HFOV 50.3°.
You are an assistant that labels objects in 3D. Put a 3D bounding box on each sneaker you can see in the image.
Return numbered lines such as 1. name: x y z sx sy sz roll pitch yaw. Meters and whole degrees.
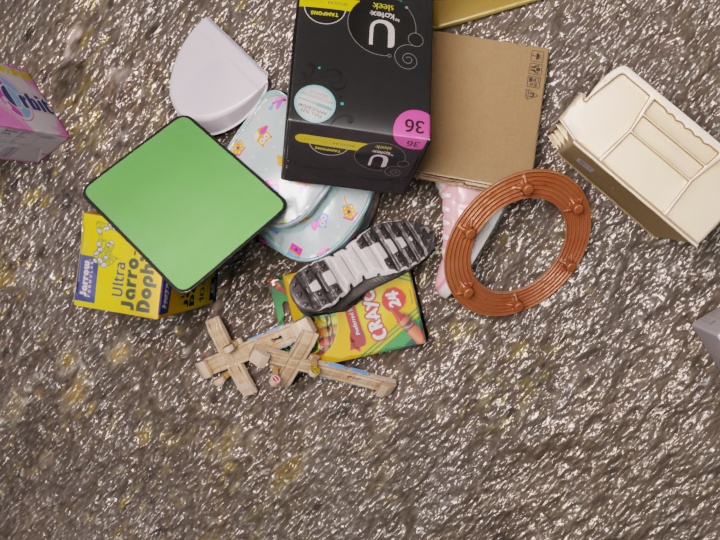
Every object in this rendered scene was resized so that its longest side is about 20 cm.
1. sneaker: 0.000 0.000 0.945 0.198 0.091 0.067 -27 76 -17
2. sneaker: 0.123 -0.072 0.969 0.104 0.075 0.202 30 95 8

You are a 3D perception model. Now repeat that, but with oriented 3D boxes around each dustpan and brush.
1. dustpan and brush: -0.222 -0.216 1.027 0.140 0.057 0.200 44 92 15

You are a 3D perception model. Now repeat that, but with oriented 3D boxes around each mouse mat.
1. mouse mat: -0.200 -0.082 0.869 0.161 0.008 0.200 -42 67 -18

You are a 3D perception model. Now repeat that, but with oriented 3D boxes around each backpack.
1. backpack: -0.078 -0.107 0.956 0.199 0.153 0.177 37 87 2

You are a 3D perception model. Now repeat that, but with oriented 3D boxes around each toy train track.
1. toy train track: -0.046 0.136 0.983 0.198 0.033 0.115 16 131 -19
2. toy train track: -0.145 0.106 1.002 0.198 0.033 0.116 -23 98 28

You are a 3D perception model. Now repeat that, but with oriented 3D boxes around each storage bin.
1. storage bin: 0.317 -0.128 0.873 0.198 0.200 0.094 42 100 4

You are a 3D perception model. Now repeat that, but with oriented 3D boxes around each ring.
1. ring: 0.194 -0.027 0.927 0.198 0.019 0.203 -10 125 -15

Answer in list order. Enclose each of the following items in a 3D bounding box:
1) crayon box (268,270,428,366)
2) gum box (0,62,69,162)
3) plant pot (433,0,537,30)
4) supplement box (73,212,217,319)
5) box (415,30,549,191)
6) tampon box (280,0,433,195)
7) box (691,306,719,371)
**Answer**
1. crayon box: -0.021 0.052 1.009 0.197 0.051 0.129 -14 92 10
2. gum box: -0.476 -0.208 0.984 0.066 0.200 0.114 -34 90 9
3. plant pot: 0.136 -0.432 0.892 0.193 0.194 0.203 -14 83 9
4. supplement box: -0.258 -0.011 0.965 0.108 0.200 0.111 8 95 8
5. box: 0.140 -0.197 0.943 0.161 0.021 0.203 10 72 5
6. tampon box: -0.005 -0.208 0.847 0.148 0.126 0.203 5 68 -8
7. box: 0.528 0.081 0.900 0.199 0.106 0.153 -33 88 9
